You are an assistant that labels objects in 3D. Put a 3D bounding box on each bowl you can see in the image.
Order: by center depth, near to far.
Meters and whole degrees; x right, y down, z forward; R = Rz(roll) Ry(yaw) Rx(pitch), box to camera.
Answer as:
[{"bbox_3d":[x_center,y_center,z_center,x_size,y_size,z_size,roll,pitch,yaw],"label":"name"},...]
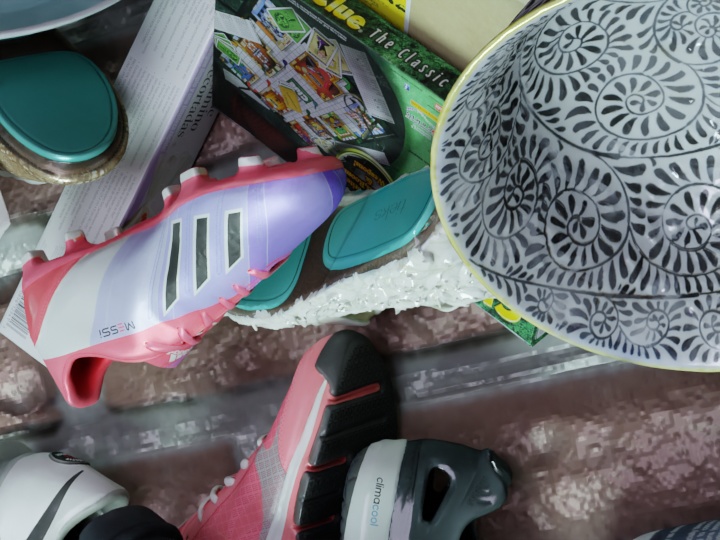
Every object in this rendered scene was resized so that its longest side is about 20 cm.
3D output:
[{"bbox_3d":[0.130,-0.062,0.816,0.200,0.201,0.094,-20,39,27],"label":"bowl"}]

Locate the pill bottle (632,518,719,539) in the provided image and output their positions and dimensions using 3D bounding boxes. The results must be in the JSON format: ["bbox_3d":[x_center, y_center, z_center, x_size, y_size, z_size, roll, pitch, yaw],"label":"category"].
[{"bbox_3d":[0.157,0.155,0.851,0.200,0.120,0.120,-13,84,28],"label":"pill bottle"}]

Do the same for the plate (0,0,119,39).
[{"bbox_3d":[-0.175,-0.165,1.019,0.200,0.200,0.026,30,145,25],"label":"plate"}]

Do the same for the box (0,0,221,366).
[{"bbox_3d":[-0.110,-0.046,1.041,0.041,0.039,0.200,33,105,24],"label":"box"}]

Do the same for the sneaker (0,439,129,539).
[{"bbox_3d":[-0.155,0.188,1.046,0.088,0.074,0.200,10,95,30],"label":"sneaker"}]

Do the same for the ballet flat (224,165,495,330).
[{"bbox_3d":[0.000,0.000,0.952,0.200,0.072,0.072,-6,87,57],"label":"ballet flat"}]

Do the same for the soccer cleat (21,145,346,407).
[{"bbox_3d":[-0.074,0.002,0.956,0.200,0.067,0.077,-21,84,40],"label":"soccer cleat"}]

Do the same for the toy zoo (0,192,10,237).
[{"bbox_3d":[-0.218,-0.048,1.051,0.131,0.020,0.200,64,148,14],"label":"toy zoo"}]

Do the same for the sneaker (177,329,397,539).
[{"bbox_3d":[-0.048,0.117,0.989,0.087,0.074,0.200,20,100,28],"label":"sneaker"}]

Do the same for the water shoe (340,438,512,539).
[{"bbox_3d":[0.033,0.173,0.944,0.079,0.072,0.200,1,101,10],"label":"water shoe"}]

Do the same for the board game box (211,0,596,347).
[{"bbox_3d":[0.013,-0.060,0.952,0.200,0.023,0.105,38,143,23],"label":"board game box"}]

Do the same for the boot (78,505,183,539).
[{"bbox_3d":[-0.077,0.223,0.940,0.168,0.076,0.200,37,120,38],"label":"boot"}]

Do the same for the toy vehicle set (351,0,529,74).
[{"bbox_3d":[0.007,-0.130,0.934,0.200,0.027,0.124,39,152,20],"label":"toy vehicle set"}]

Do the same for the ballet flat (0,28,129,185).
[{"bbox_3d":[-0.163,-0.085,1.038,0.200,0.070,0.065,-124,34,-43],"label":"ballet flat"}]
